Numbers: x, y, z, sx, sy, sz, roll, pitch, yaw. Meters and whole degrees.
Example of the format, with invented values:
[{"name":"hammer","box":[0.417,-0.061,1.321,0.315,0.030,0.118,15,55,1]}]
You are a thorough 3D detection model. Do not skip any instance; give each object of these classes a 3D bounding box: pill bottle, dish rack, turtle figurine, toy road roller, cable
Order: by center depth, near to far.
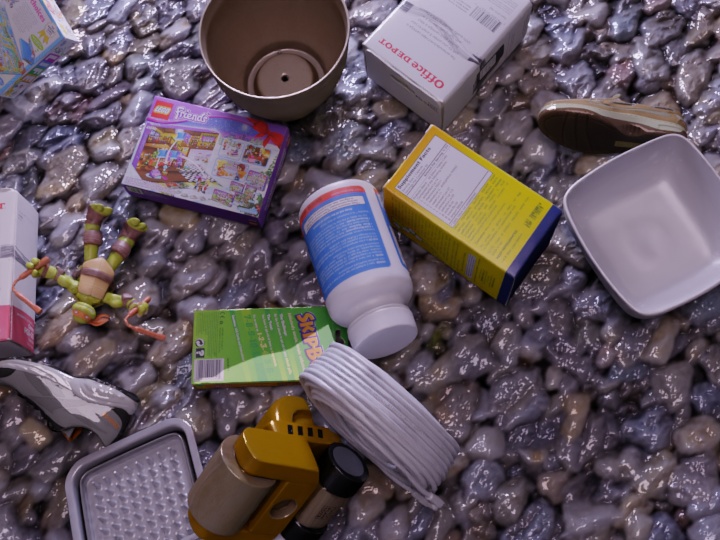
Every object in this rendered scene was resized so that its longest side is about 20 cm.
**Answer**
[{"name":"cable","box":[0.021,0.165,1.008,0.199,0.201,0.069,32,72,37]},{"name":"toy road roller","box":[-0.102,0.216,1.010,0.124,0.198,0.147,-53,44,21]},{"name":"dish rack","box":[-0.247,0.289,1.040,0.169,0.044,0.202,-24,58,1]},{"name":"pill bottle","box":[0.000,0.000,1.104,0.110,0.113,0.203,-17,62,-3]},{"name":"turtle figurine","box":[-0.329,0.007,1.158,0.197,0.064,0.164,19,67,-10]}]

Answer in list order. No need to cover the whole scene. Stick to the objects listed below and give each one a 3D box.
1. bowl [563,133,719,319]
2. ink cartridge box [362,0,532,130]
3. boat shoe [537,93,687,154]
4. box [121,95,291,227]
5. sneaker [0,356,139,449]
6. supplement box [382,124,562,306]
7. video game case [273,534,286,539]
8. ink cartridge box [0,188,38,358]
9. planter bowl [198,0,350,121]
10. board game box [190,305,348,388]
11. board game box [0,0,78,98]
[{"name":"bowl","box":[0.368,-0.047,1.132,0.198,0.075,0.202,-27,71,-7]},{"name":"ink cartridge box","box":[0.118,-0.315,1.237,0.145,0.084,0.200,38,77,15]},{"name":"boat shoe","box":[0.334,-0.201,1.200,0.196,0.072,0.077,12,56,0]},{"name":"box","box":[-0.207,-0.148,1.218,0.196,0.039,0.139,14,72,8]},{"name":"sneaker","box":[-0.374,0.159,1.102,0.197,0.074,0.081,17,77,9]},{"name":"supplement box","box":[0.137,-0.069,1.134,0.199,0.110,0.109,36,75,14]},{"name":"video game case","box":[-0.119,0.410,1.011,0.200,0.046,0.181,-43,73,-11]},{"name":"ink cartridge box","box":[-0.497,0.009,1.155,0.143,0.083,0.204,-5,70,2]},{"name":"planter bowl","box":[-0.108,-0.286,1.212,0.196,0.135,0.204,-1,70,2]},{"name":"board game box","box":[-0.113,0.096,1.132,0.196,0.030,0.097,-3,70,4]},{"name":"board game box","box":[-0.502,-0.367,1.267,0.133,0.034,0.202,-33,84,15]}]
